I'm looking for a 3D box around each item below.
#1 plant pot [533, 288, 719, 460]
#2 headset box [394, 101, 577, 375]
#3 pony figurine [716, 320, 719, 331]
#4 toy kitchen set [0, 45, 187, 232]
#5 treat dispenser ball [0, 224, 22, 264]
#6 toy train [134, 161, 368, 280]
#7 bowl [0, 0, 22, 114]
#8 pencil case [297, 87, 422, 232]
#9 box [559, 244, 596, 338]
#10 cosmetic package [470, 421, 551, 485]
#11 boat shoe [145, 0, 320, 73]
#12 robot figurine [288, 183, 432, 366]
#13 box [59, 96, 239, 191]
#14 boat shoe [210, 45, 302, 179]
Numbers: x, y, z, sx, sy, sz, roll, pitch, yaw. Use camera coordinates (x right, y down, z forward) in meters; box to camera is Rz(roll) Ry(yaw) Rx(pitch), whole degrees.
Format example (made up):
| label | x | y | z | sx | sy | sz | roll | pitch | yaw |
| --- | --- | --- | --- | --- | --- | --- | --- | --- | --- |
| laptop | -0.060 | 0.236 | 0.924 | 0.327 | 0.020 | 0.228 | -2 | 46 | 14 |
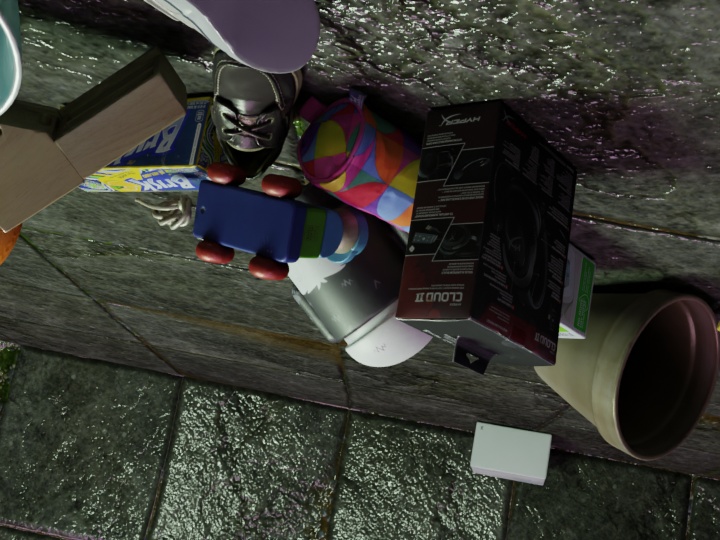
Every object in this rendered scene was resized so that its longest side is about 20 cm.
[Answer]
| label | x | y | z | sx | sy | sz | roll | pitch | yaw |
| --- | --- | --- | --- | --- | --- | --- | --- | --- | --- |
| plant pot | 0.310 | 0.105 | 1.274 | 0.199 | 0.202 | 0.173 | 23 | 179 | -40 |
| headset box | 0.109 | -0.016 | 0.874 | 0.077 | 0.202 | 0.148 | -1 | 163 | 38 |
| pony figurine | 0.482 | 0.071 | 1.079 | 0.199 | 0.168 | 0.193 | 25 | 160 | 9 |
| toy kitchen set | -0.269 | -0.181 | 0.837 | 0.201 | 0.179 | 0.163 | 57 | -175 | -25 |
| treat dispenser ball | -0.454 | -0.073 | 1.088 | 0.199 | 0.203 | 0.201 | 10 | 166 | 3 |
| toy train | -0.096 | -0.049 | 0.931 | 0.199 | 0.086 | 0.115 | 15 | -172 | 41 |
| bowl | -0.301 | -0.190 | 0.656 | 0.198 | 0.106 | 0.201 | 5 | 150 | 3 |
| pencil case | 0.034 | -0.084 | 0.922 | 0.088 | 0.089 | 0.199 | -3 | 158 | 44 |
| box | 0.132 | 0.010 | 1.168 | 0.199 | 0.098 | 0.176 | -1 | 161 | 40 |
| cosmetic package | 0.401 | 0.490 | 2.778 | 0.197 | 0.124 | 0.200 | 8 | 164 | 11 |
| boat shoe | -0.109 | -0.191 | 0.667 | 0.199 | 0.071 | 0.070 | 20 | -169 | -45 |
| robot figurine | 0.000 | 0.000 | 1.056 | 0.201 | 0.124 | 0.150 | 53 | 167 | 0 |
| box | -0.205 | -0.117 | 0.992 | 0.198 | 0.071 | 0.064 | 2 | 165 | 33 |
| boat shoe | -0.087 | -0.129 | 0.863 | 0.072 | 0.066 | 0.200 | 10 | 166 | 3 |
